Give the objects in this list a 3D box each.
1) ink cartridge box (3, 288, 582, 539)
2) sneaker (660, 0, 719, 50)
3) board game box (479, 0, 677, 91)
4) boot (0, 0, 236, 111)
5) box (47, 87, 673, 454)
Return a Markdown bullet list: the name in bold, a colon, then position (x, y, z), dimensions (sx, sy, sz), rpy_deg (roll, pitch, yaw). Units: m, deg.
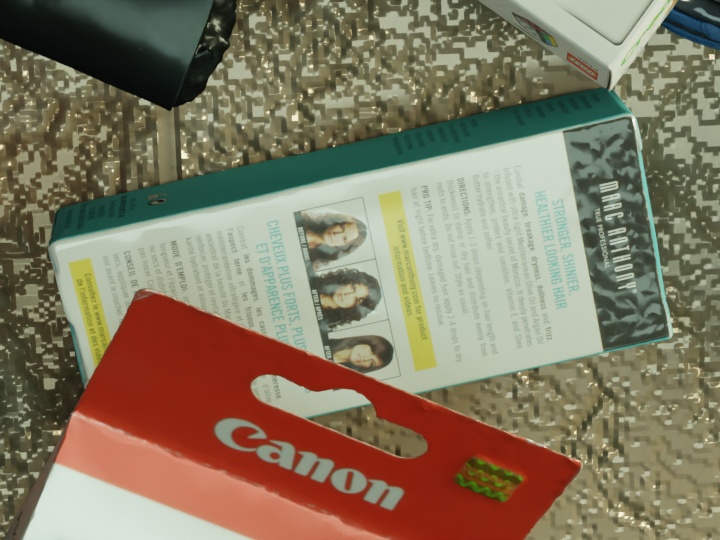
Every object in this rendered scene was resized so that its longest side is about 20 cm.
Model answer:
- **ink cartridge box**: position (-0.039, 0.111, 0.799), dimensions (0.162, 0.050, 0.200), rpy_deg (23, 133, -11)
- **sneaker**: position (0.068, -0.138, 0.762), dimensions (0.200, 0.078, 0.066), rpy_deg (33, 103, -11)
- **board game box**: position (0.032, -0.164, 0.726), dimensions (0.200, 0.035, 0.126), rpy_deg (36, 86, 7)
- **boot**: position (-0.122, -0.090, 0.719), dimensions (0.168, 0.200, 0.076), rpy_deg (24, 148, -9)
- **box**: position (0.000, 0.000, 0.810), dimensions (0.200, 0.049, 0.082), rpy_deg (-12, 108, -1)
